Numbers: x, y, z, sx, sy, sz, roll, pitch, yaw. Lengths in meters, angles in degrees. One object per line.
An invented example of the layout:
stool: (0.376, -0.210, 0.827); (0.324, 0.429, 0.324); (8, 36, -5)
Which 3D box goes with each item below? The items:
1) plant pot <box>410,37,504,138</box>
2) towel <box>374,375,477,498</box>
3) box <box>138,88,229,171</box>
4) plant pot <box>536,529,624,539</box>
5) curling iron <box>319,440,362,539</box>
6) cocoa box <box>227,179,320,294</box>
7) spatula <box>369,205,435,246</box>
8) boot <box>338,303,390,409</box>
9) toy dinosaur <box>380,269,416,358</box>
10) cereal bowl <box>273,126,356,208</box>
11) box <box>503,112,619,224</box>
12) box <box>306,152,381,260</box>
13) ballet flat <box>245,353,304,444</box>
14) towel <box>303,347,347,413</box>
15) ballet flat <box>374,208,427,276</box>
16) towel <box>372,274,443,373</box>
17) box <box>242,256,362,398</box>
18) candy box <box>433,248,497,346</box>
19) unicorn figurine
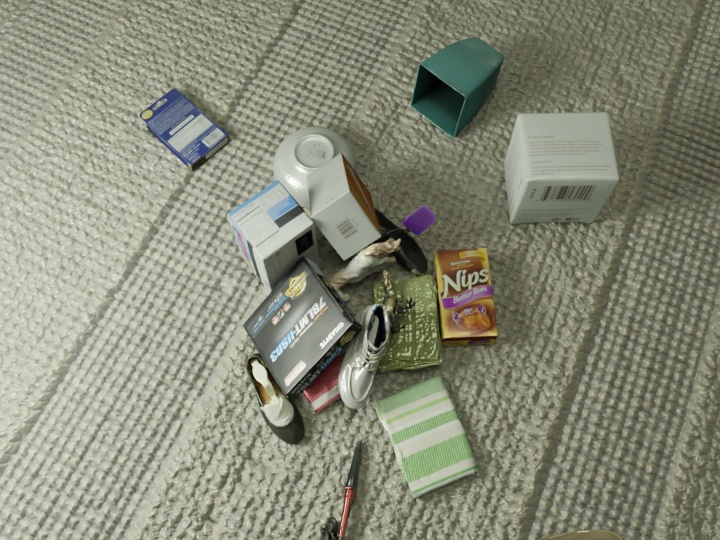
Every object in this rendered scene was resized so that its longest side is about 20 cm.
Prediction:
plant pot: (0.241, -0.453, 1.713); (0.141, 0.142, 0.200); (39, 63, 16)
towel: (0.130, 0.326, 1.416); (0.150, 0.023, 0.202); (-19, 66, -9)
box: (-0.420, -0.337, 1.708); (0.200, 0.033, 0.121); (42, 71, 15)
plant pot: (0.376, 0.562, 1.232); (0.197, 0.200, 0.176); (-14, 82, -7)
curling iron: (-0.030, 0.422, 1.367); (0.049, 0.026, 0.202); (18, 66, 4)
cocoa box: (-0.175, -0.061, 1.492); (0.133, 0.201, 0.132); (-36, 70, -15)
spatula: (0.073, -0.078, 1.523); (0.198, 0.056, 0.021); (-27, 43, 35)
boot: (0.009, 0.162, 1.391); (0.072, 0.096, 0.203); (12, 72, -15)
toy dinosaur: (0.064, 0.096, 1.455); (0.047, 0.088, 0.203); (20, 69, -30)
cereal bowl: (-0.106, -0.249, 1.644); (0.196, 0.084, 0.203); (0, 64, 0)
box: (0.429, -0.220, 1.570); (0.195, 0.201, 0.174); (-1, 67, 0)
box: (-0.037, -0.137, 1.509); (0.097, 0.125, 0.201); (-32, 30, 12)
ballet flat: (-0.177, 0.251, 1.421); (0.067, 0.069, 0.201); (-32, 69, -7)
towel: (-0.084, 0.168, 1.472); (0.143, 0.023, 0.201); (-34, 70, -1)
ballet flat: (0.073, -0.060, 1.586); (0.200, 0.057, 0.066); (45, 45, 13)
towel: (0.094, 0.109, 1.497); (0.146, 0.037, 0.203); (-7, 65, 9)
box: (-0.119, 0.111, 1.427); (0.200, 0.049, 0.199); (-47, 54, 12)
candy box: (0.219, 0.055, 1.522); (0.114, 0.057, 0.203); (-3, 64, -1)
unicorn figurine: (0.000, 0.000, 1.514); (0.136, 0.201, 0.074); (-21, 58, -40)
